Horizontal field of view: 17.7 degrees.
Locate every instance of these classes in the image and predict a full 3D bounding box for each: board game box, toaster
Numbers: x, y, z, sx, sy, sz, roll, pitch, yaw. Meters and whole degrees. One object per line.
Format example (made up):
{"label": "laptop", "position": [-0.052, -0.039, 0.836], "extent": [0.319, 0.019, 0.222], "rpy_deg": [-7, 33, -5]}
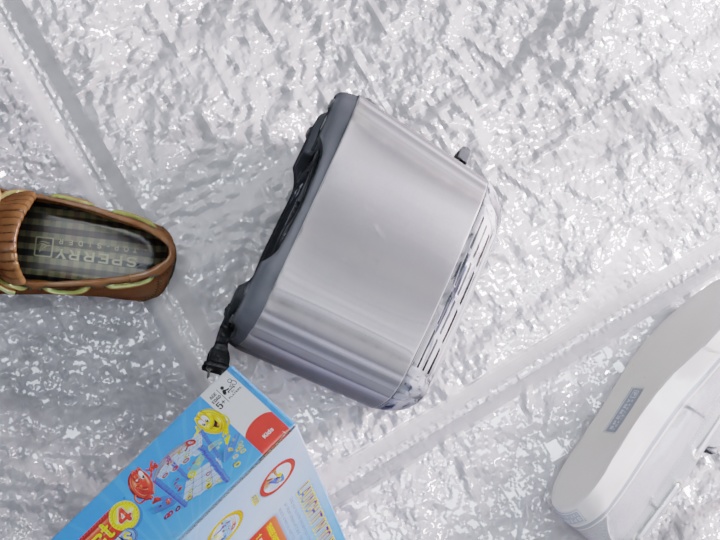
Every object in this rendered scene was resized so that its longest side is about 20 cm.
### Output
{"label": "board game box", "position": [-0.106, 0.177, 1.335], "extent": [0.056, 0.200, 0.196], "rpy_deg": [40, 75, 24]}
{"label": "toaster", "position": [0.000, 0.000, 1.428], "extent": [0.128, 0.114, 0.201], "rpy_deg": [26, 76, -6]}

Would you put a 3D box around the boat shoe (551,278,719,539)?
{"label": "boat shoe", "position": [0.203, 0.093, 1.469], "extent": [0.068, 0.072, 0.201], "rpy_deg": [44, 69, -21]}

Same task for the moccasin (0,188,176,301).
{"label": "moccasin", "position": [-0.212, -0.016, 1.415], "extent": [0.199, 0.078, 0.074], "rpy_deg": [12, 78, -6]}
